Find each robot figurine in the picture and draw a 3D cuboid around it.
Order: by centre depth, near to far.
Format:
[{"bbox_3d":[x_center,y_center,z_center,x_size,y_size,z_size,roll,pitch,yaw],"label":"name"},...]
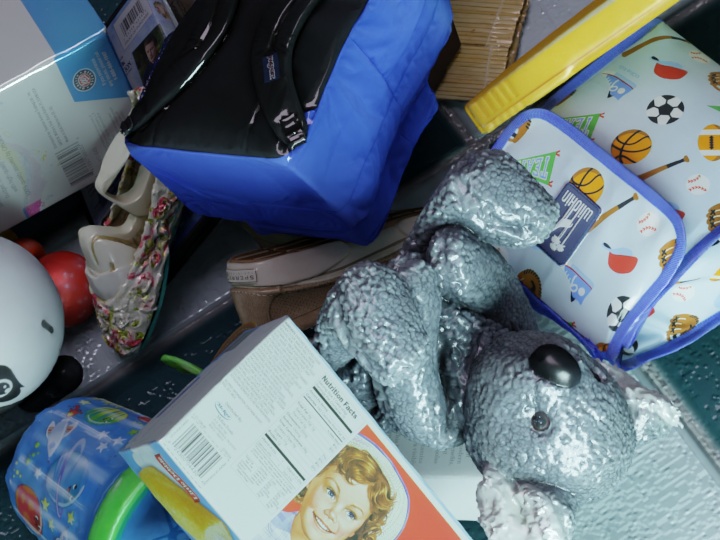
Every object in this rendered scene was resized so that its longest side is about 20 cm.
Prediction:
[{"bbox_3d":[-0.281,0.052,1.674,0.150,0.200,0.125,-21,85,-39],"label":"robot figurine"}]

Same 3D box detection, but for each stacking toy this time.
[{"bbox_3d":[-0.274,-0.008,1.770,0.200,0.085,0.086,18,68,17],"label":"stacking toy"}]

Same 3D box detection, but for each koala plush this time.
[{"bbox_3d":[0.086,0.069,1.498,0.200,0.184,0.177,38,56,12],"label":"koala plush"}]

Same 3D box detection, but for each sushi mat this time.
[{"bbox_3d":[0.019,-0.168,1.803,0.200,0.012,0.096,7,66,20],"label":"sushi mat"}]

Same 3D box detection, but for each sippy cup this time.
[{"bbox_3d":[-0.156,0.148,1.617,0.178,0.140,0.130,-36,45,-29],"label":"sippy cup"}]

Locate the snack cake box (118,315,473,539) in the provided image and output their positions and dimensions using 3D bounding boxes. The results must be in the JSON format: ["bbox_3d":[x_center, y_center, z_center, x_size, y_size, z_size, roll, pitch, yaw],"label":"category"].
[{"bbox_3d":[-0.031,0.141,1.459,0.115,0.067,0.200,-43,100,-27],"label":"snack cake box"}]

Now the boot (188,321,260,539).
[{"bbox_3d":[-0.036,0.143,1.537,0.154,0.074,0.200,18,72,-24],"label":"boot"}]

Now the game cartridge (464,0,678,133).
[{"bbox_3d":[0.169,-0.168,1.640,0.200,0.176,0.032,-37,93,27],"label":"game cartridge"}]

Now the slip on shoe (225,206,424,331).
[{"bbox_3d":[0.000,0.000,1.655,0.200,0.061,0.076,-18,11,-40],"label":"slip on shoe"}]

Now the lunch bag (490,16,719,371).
[{"bbox_3d":[0.181,-0.044,1.612,0.200,0.124,0.170,-38,55,-14],"label":"lunch bag"}]

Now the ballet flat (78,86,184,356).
[{"bbox_3d":[-0.157,-0.040,1.692,0.076,0.064,0.200,32,109,52],"label":"ballet flat"}]

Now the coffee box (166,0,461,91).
[{"bbox_3d":[-0.040,-0.192,1.759,0.200,0.114,0.080,22,69,27],"label":"coffee box"}]

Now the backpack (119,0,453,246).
[{"bbox_3d":[-0.035,-0.128,1.595,0.162,0.168,0.200,9,68,32],"label":"backpack"}]

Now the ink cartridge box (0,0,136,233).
[{"bbox_3d":[-0.266,-0.114,1.704,0.200,0.129,0.125,-28,52,-7],"label":"ink cartridge box"}]

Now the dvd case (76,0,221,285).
[{"bbox_3d":[-0.156,-0.088,1.760,0.143,0.018,0.200,-49,51,32],"label":"dvd case"}]

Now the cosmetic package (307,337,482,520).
[{"bbox_3d":[0.039,0.103,1.611,0.199,0.071,0.102,1,61,17],"label":"cosmetic package"}]

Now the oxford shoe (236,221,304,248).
[{"bbox_3d":[-0.083,-0.072,1.743,0.070,0.075,0.200,-45,59,-11],"label":"oxford shoe"}]
